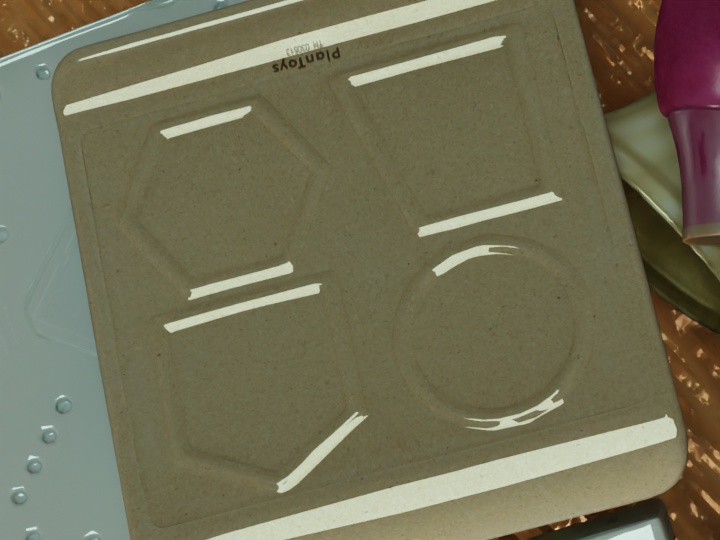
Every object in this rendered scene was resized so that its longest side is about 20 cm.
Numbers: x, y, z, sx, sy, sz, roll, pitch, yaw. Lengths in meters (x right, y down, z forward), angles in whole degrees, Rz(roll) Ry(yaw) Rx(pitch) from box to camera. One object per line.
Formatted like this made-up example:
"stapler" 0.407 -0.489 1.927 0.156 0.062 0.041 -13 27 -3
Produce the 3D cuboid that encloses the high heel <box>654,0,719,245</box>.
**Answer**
"high heel" 0.198 -0.061 0.917 0.200 0.067 0.096 -2 83 -7

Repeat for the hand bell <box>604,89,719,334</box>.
"hand bell" 0.165 -0.083 0.992 0.104 0.104 0.200 44 82 6

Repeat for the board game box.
"board game box" -0.081 0.008 0.977 0.200 0.026 0.200 -21 68 -4

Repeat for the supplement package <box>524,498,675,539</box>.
"supplement package" 0.084 0.193 0.971 0.109 0.114 0.200 -18 86 6

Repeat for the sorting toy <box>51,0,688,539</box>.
"sorting toy" 0.000 0.000 0.935 0.185 0.036 0.200 -15 72 7
